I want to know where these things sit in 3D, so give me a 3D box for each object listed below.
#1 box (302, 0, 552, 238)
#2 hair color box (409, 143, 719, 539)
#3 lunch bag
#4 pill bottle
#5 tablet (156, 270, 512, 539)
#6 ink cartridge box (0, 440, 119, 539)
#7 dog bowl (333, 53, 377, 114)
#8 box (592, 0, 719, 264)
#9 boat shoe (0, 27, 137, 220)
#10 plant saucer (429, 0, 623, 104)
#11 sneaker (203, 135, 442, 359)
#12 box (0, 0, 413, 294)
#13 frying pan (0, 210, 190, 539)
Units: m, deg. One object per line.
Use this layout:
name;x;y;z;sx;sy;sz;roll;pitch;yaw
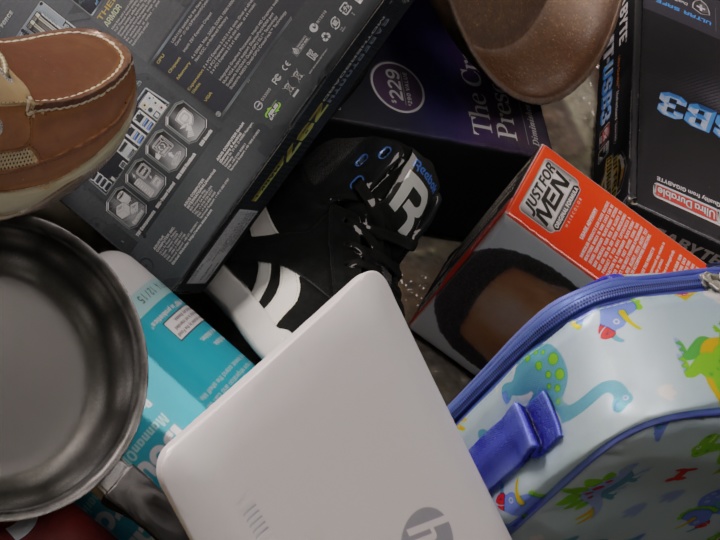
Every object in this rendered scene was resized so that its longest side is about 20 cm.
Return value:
box;0.004;-0.124;1.141;0.140;0.079;0.201;6;54;-26
hair color box;0.134;0.042;1.077;0.199;0.102;0.061;36;45;-3
lunch bag;0.102;0.077;0.958;0.160;0.200;0.083;-5;59;-36
pill bottle;-0.061;0.094;0.903;0.200;0.111;0.111;40;45;2
tablet;0.009;0.116;0.851;0.130;0.014;0.201;-41;115;-35
ink cartridge box;-0.142;0.183;0.802;0.175;0.084;0.200;39;44;0
dog bowl;-0.085;-0.145;1.009;0.200;0.200;0.074;49;8;9
box;0.224;-0.062;1.254;0.199;0.050;0.200;23;46;-15
boat shoe;-0.155;-0.059;0.812;0.075;0.072;0.199;28;35;28
plant saucer;0.074;-0.182;1.090;0.200;0.036;0.203;-7;98;-55
sneaker;0.000;0.000;0.953;0.073;0.112;0.200;46;-2;-34
box;-0.074;-0.116;0.943;0.157;0.201;0.051;37;7;10
frying pan;-0.101;0.050;0.833;0.189;0.031;0.116;23;69;-15
